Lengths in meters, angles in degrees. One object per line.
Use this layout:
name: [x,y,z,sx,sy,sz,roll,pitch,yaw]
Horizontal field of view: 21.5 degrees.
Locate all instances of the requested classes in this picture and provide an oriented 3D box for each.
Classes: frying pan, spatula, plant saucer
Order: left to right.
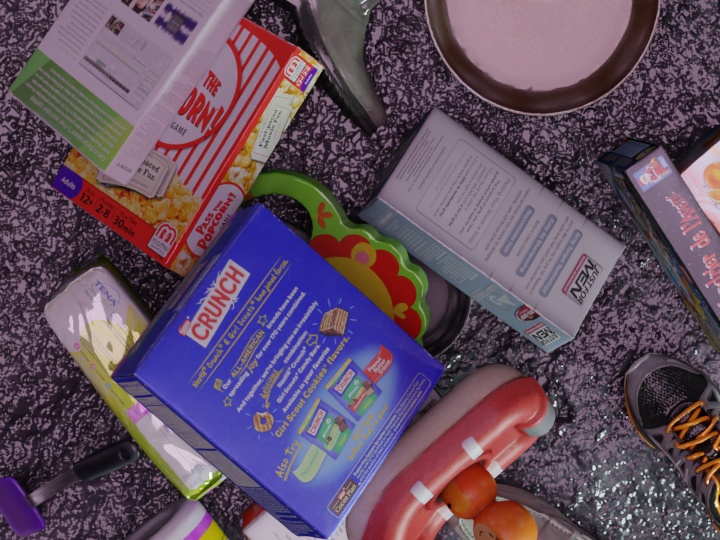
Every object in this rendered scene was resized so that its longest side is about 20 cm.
spatula: [-0.242,0.172,1.550,0.199,0.021,0.057,-29,100,38]
frying pan: [0.000,0.018,1.598,0.188,0.031,0.116,6,87,3]
plant saucer: [0.150,-0.231,1.582,0.198,0.032,0.202,0,97,-4]

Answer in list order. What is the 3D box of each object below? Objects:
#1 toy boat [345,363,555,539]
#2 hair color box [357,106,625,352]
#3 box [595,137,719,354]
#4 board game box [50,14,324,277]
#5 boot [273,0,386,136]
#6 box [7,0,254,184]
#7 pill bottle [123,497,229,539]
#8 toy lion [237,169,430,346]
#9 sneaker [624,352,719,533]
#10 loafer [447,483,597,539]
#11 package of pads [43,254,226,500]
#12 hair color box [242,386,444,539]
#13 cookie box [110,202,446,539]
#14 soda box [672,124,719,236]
toy boat: [0.087,0.179,1.501,0.200,0.131,0.131,-42,70,2]
hair color box: [0.109,-0.033,1.570,0.199,0.061,0.099,35,68,-6]
box: [0.272,-0.013,1.559,0.038,0.137,0.201,-33,97,1]
board game box: [-0.141,-0.115,1.524,0.151,0.046,0.201,31,90,34]
boot: [0.003,-0.224,1.560,0.130,0.068,0.201,-31,98,-5]
box: [-0.181,-0.187,1.525,0.144,0.036,0.201,38,93,35]
pill bottle: [-0.121,0.296,1.588,0.104,0.104,0.201,-37,97,1]
toy lion: [-0.042,0.013,1.559,0.190,0.069,0.202,-13,96,13]
sneaker: [0.298,0.154,1.610,0.078,0.077,0.200,-39,96,3]
loafer: [0.162,0.239,1.597,0.199,0.070,0.070,27,95,-18]
package of pads: [-0.174,0.084,1.534,0.068,0.154,0.201,-38,97,-3]
hair color box: [0.004,0.181,1.604,0.200,0.061,0.102,-42,97,2]
cookie box: [-0.062,0.078,1.458,0.200,0.075,0.172,42,69,-14]
soda box: [0.342,-0.026,1.599,0.068,0.064,0.200,-39,98,1]
